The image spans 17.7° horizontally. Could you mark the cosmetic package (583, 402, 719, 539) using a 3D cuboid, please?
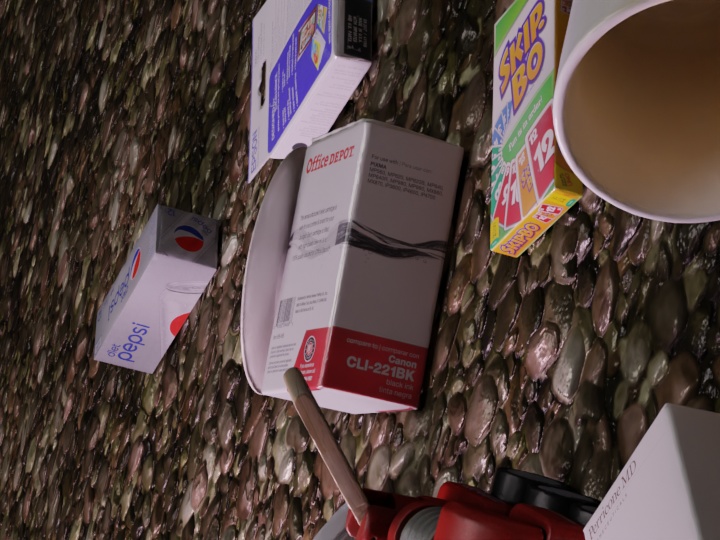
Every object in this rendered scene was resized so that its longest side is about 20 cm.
[{"bbox_3d":[0.178,0.176,1.111,0.201,0.084,0.108,-99,27,-46],"label":"cosmetic package"}]

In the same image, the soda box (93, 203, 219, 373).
[{"bbox_3d":[-0.206,0.021,2.327,0.200,0.068,0.064,126,152,-47],"label":"soda box"}]

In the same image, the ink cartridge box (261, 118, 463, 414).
[{"bbox_3d":[0.000,0.000,1.733,0.144,0.083,0.202,167,114,-70],"label":"ink cartridge box"}]

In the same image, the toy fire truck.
[{"bbox_3d":[0.046,0.144,1.328,0.176,0.198,0.130,-161,84,-71],"label":"toy fire truck"}]

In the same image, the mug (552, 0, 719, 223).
[{"bbox_3d":[0.194,-0.132,1.247,0.154,0.185,0.150,-87,-13,-51],"label":"mug"}]

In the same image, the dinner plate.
[{"bbox_3d":[-0.053,0.002,1.853,0.200,0.024,0.202,11,-90,-74],"label":"dinner plate"}]

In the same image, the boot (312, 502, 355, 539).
[{"bbox_3d":[-0.011,0.257,1.629,0.201,0.095,0.074,-57,-28,-16],"label":"boot"}]

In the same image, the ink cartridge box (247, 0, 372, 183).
[{"bbox_3d":[-0.045,-0.205,2.058,0.200,0.043,0.200,130,148,-48],"label":"ink cartridge box"}]

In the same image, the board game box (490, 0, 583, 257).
[{"bbox_3d":[0.119,-0.119,1.566,0.096,0.030,0.202,134,147,-55],"label":"board game box"}]
